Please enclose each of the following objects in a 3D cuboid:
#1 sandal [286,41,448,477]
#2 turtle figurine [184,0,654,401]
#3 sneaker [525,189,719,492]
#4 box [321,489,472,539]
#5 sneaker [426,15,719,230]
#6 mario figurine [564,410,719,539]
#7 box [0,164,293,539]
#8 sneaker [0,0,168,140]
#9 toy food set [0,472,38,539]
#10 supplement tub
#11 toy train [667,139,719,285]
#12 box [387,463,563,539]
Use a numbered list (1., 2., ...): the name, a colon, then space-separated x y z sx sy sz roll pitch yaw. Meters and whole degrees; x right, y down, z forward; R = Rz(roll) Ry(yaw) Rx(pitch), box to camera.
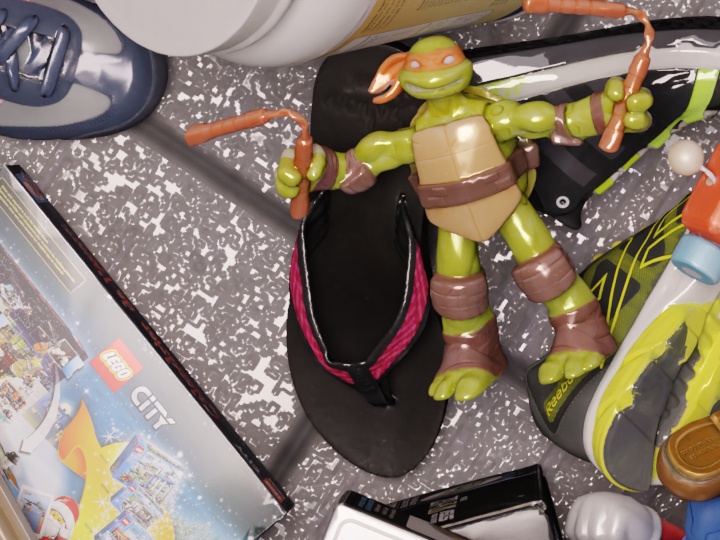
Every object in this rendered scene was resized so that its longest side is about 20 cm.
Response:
1. sandal: 0.000 0.000 1.277 0.075 0.045 0.201 5 113 13
2. turtle figurine: 0.038 -0.030 1.222 0.199 0.064 0.162 -14 106 10
3. sneaker: 0.137 -0.002 1.280 0.200 0.084 0.075 -55 130 -15
4. box: 0.062 0.176 1.132 0.199 0.060 0.117 23 92 3
5. sneaker: 0.101 -0.062 1.288 0.199 0.072 0.083 -7 98 15
6. mario figurine: 0.146 0.157 1.232 0.105 0.201 0.124 -8 49 -9
7. box: -0.144 0.072 1.315 0.136 0.038 0.200 -39 89 4
8. sneaker: -0.185 -0.100 1.291 0.199 0.082 0.071 11 92 3
9. toy food set: -0.230 0.110 1.279 0.143 0.060 0.201 -26 95 28
10. supplement tub: -0.009 -0.161 1.193 0.144 0.199 0.145 13 110 41
11. toy train: 0.219 -0.060 1.238 0.150 0.055 0.201 41 76 -37
12. box: 0.063 0.195 1.245 0.086 0.164 0.201 -15 90 3
